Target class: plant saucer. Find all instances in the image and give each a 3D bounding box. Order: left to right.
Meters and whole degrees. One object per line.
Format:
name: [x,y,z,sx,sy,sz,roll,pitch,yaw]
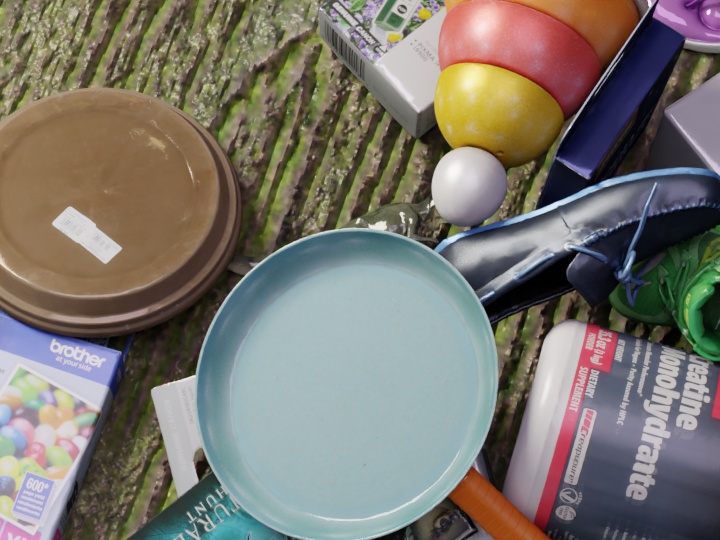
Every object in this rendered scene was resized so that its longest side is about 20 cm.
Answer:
plant saucer: [-0.179,-0.047,1.622,0.199,0.030,0.201,1,59,-2]
plant saucer: [-0.007,0.073,1.500,0.199,0.027,0.201,-5,74,17]

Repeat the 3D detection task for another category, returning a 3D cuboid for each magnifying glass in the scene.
magnifying glass: [0.128,0.192,1.503,0.200,0.079,0.022,42,34,-18]

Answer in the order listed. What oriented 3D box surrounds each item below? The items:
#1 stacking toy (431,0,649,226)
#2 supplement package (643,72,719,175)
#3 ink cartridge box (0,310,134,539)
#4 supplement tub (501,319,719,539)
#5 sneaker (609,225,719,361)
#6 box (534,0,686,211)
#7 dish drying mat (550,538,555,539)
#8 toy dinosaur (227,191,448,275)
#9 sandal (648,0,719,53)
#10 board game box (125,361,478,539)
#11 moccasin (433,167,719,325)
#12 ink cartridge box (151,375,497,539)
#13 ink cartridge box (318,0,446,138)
stacking toy: [0.092,-0.117,1.560,0.145,0.146,0.201,22,70,7]
supplement package: [0.299,-0.040,1.602,0.119,0.121,0.200,-34,75,-12]
ink cartridge box: [-0.233,0.102,1.580,0.119,0.042,0.201,18,68,5]
supplement tub: [0.199,0.121,1.529,0.199,0.140,0.141,15,70,4]
sneaker: [0.225,0.012,1.523,0.083,0.199,0.075,-20,105,-36]
box: [0.160,-0.088,1.574,0.032,0.200,0.121,33,72,9]
dish drying mat: [0.068,0.241,1.547,0.200,0.018,0.077,-34,75,-12]
toy dinosaur: [0.000,0.000,1.620,0.199,0.047,0.089,-16,77,5]
sandal: [0.297,-0.199,1.699,0.201,0.050,0.083,2,69,0]
board game box: [-0.042,0.173,1.526,0.200,0.028,0.135,-39,78,5]
moccasin: [0.143,-0.004,1.520,0.199,0.080,0.069,-21,57,21]
ink cartridge box: [-0.019,0.125,1.565,0.199,0.057,0.163,-17,83,13]
ink cartridge box: [0.079,-0.198,1.693,0.200,0.050,0.109,-39,75,-14]
